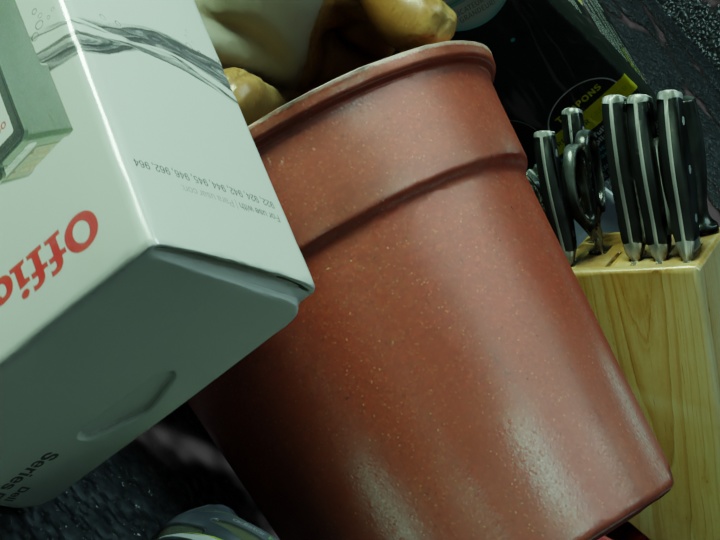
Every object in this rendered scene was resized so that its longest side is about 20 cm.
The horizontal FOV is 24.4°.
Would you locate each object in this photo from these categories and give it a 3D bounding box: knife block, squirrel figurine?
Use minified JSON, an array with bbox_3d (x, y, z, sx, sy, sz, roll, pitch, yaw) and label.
[{"bbox_3d":[0.145,0.019,0.768,0.200,0.176,0.064,40,30,8],"label":"knife block"},{"bbox_3d":[-0.079,-0.092,0.736,0.141,0.187,0.200,36,10,-17],"label":"squirrel figurine"}]

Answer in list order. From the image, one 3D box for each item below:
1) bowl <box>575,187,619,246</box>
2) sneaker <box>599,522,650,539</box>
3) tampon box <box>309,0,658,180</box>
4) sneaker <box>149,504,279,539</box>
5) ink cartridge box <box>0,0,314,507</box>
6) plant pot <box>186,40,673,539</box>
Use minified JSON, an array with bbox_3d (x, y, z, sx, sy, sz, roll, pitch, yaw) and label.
[{"bbox_3d":[0.110,-0.020,1.068,0.201,0.091,0.201,37,1,0],"label":"bowl"},{"bbox_3d":[0.121,0.133,0.852,0.074,0.087,0.200,45,20,-8],"label":"sneaker"},{"bbox_3d":[0.042,-0.118,0.895,0.200,0.150,0.127,33,27,-45],"label":"tampon box"},{"bbox_3d":[-0.002,0.153,0.601,0.200,0.074,0.081,46,16,-10],"label":"sneaker"},{"bbox_3d":[-0.122,-0.041,0.575,0.084,0.145,0.201,18,41,-53],"label":"ink cartridge box"},{"bbox_3d":[0.018,0.043,0.693,0.196,0.200,0.201,60,23,10],"label":"plant pot"}]
